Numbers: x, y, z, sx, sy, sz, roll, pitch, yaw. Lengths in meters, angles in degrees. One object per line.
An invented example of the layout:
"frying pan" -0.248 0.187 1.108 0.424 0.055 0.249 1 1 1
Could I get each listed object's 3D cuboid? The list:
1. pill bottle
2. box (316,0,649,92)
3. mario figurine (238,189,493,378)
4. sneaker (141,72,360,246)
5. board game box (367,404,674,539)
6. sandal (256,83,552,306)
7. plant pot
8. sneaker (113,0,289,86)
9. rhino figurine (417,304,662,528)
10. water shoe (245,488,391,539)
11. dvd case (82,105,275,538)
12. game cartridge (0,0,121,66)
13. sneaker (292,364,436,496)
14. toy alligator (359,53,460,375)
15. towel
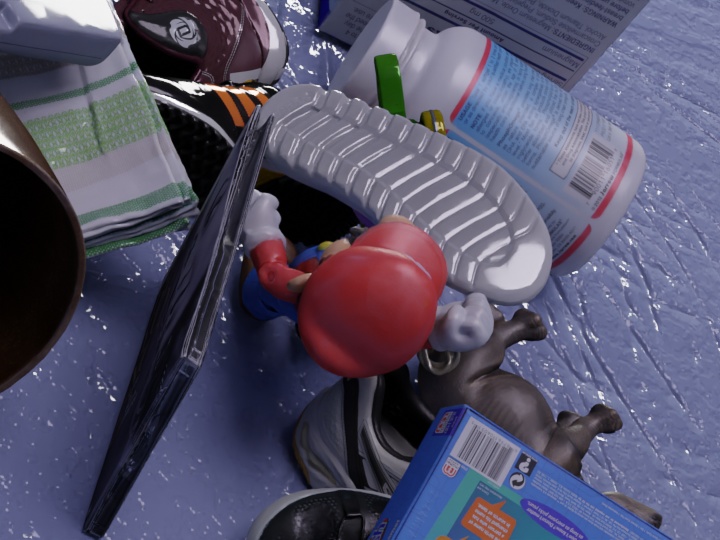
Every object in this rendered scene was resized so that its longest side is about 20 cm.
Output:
"pill bottle" 0.081 -0.090 1.465 0.200 0.109 0.109 34 39 -11
"box" 0.098 -0.223 1.528 0.183 0.200 0.105 25 40 -20
"mario figurine" 0.000 0.000 1.238 0.123 0.200 0.106 -9 94 -18
"sneaker" -0.086 -0.085 1.357 0.200 0.070 0.090 22 39 -32
"board game box" 0.059 0.191 1.100 0.152 0.045 0.200 33 76 -10
"sandal" 0.028 -0.044 1.299 0.202 0.050 0.082 36 66 19
"plant pot" -0.251 -0.054 1.123 0.186 0.187 0.200 13 33 -31
"sneaker" -0.138 -0.188 1.403 0.115 0.076 0.200 -24 72 -45
"rhino figurine" 0.112 0.110 1.341 0.087 0.060 0.200 -33 79 -31
"water shoe" 0.038 0.163 1.175 0.199 0.079 0.072 15 86 -4
"dvd case" -0.096 0.024 1.179 0.016 0.149 0.200 24 42 -9
"game cartridge" -0.215 -0.198 1.227 0.133 0.041 0.200 -3 56 -58
"sneaker" 0.047 0.138 1.242 0.200 0.088 0.076 48 38 6
"toy alligator" 0.029 -0.031 1.346 0.059 0.054 0.201 -9 79 -4
"towel" -0.190 -0.090 1.247 0.149 0.031 0.200 -17 61 -13
